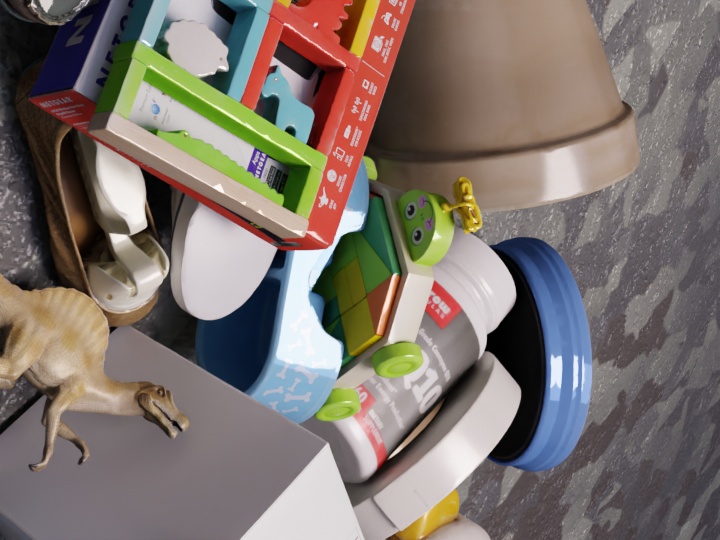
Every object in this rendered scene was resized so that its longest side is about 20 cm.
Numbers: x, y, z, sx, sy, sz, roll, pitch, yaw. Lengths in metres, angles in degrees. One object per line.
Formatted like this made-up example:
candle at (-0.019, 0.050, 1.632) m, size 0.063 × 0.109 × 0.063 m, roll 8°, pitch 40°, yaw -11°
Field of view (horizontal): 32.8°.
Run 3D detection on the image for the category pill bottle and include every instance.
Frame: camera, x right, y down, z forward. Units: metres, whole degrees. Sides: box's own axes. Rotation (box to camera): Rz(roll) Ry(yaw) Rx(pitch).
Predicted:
pill bottle at (0.026, 0.060, 0.960) m, size 0.200 × 0.114 × 0.114 m, roll -44°, pitch 141°, yaw -26°

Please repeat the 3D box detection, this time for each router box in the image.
router box at (-0.062, -0.137, 0.677) m, size 0.179 × 0.049 × 0.200 m, roll 31°, pitch 70°, yaw -38°

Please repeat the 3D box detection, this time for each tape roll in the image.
tape roll at (0.040, 0.143, 0.984) m, size 0.203 × 0.203 × 0.037 m, roll -43°, pitch 98°, yaw -27°

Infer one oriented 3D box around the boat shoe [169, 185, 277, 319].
boat shoe at (-0.087, -0.072, 0.755) m, size 0.072 × 0.066 × 0.200 m, roll 2°, pitch 100°, yaw -41°

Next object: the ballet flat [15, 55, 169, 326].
ballet flat at (-0.144, -0.031, 0.711) m, size 0.068 × 0.072 × 0.200 m, roll -29°, pitch 134°, yaw -28°

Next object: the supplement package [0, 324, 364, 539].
supplement package at (-0.111, 0.177, 0.786) m, size 0.147 × 0.191 × 0.200 m, roll -46°, pitch 142°, yaw -26°

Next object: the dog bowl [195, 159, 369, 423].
dog bowl at (-0.057, 0.001, 0.806) m, size 0.050 × 0.111 × 0.200 m, roll 11°, pitch 90°, yaw -40°

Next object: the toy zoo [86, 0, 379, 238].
toy zoo at (-0.052, -0.134, 0.639) m, size 0.131 × 0.020 × 0.200 m, roll 29°, pitch 71°, yaw -38°

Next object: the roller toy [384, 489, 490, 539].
roller toy at (0.030, 0.285, 1.088) m, size 0.200 × 0.140 × 0.182 m, roll -55°, pitch 145°, yaw -14°

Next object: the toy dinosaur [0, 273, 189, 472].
toy dinosaur at (-0.192, 0.045, 0.695) m, size 0.200 × 0.058 × 0.101 m, roll 47°, pitch 61°, yaw -20°

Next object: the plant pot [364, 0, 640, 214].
plant pot at (0.088, -0.150, 0.868) m, size 0.200 × 0.200 × 0.174 m, roll -26°, pitch 113°, yaw -42°

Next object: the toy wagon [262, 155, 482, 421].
toy wagon at (0.000, 0.000, 0.809) m, size 0.040 × 0.155 × 0.200 m, roll 9°, pitch 146°, yaw -37°

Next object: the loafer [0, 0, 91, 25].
loafer at (-0.107, -0.204, 0.568) m, size 0.072 × 0.063 × 0.200 m, roll 21°, pitch 95°, yaw -58°

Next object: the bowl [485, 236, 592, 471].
bowl at (0.129, 0.072, 1.047) m, size 0.039 × 0.201 × 0.201 m, roll -2°, pitch 117°, yaw -20°
